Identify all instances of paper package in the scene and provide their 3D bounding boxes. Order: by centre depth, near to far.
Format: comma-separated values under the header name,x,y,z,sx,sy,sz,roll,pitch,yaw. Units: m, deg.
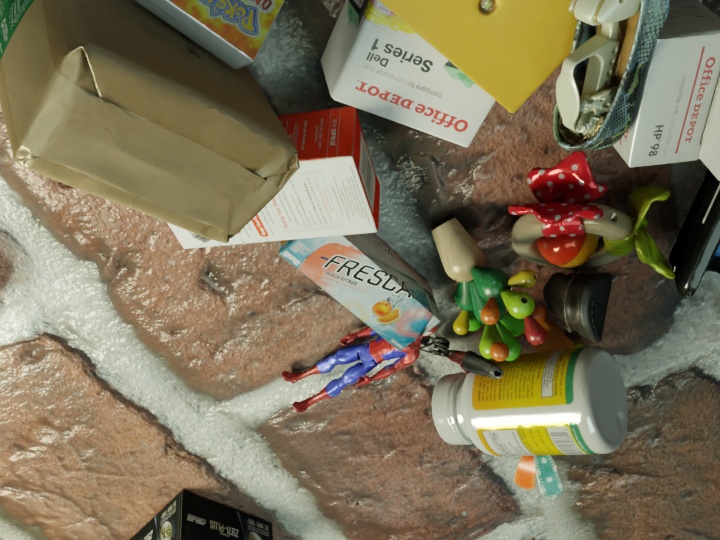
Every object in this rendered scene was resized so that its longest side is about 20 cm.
name,x,y,z,sx,sy,sz,roll,pitch,yaw
paper package,-0.170,-0.141,0.594,0.190,0.200,0.104,22,119,-45

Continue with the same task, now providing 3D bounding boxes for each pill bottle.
name,x,y,z,sx,sy,sz,roll,pitch,yaw
pill bottle,0.184,0.151,0.881,0.199,0.113,0.113,-13,136,38

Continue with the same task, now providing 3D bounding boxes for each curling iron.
name,x,y,z,sx,sy,sz,roll,pitch,yaw
curling iron,0.113,0.100,0.880,0.049,0.200,0.026,17,91,-15

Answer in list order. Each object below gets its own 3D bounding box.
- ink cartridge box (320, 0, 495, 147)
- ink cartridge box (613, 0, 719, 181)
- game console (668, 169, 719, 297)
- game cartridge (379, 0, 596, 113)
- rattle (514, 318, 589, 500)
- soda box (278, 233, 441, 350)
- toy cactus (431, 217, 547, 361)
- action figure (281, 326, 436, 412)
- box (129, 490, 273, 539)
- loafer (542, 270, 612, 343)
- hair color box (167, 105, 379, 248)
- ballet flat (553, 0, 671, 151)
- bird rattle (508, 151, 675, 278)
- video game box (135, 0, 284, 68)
name,x,y,z,sx,sy,sz,roll,pitch,yaw
ink cartridge box,0.071,-0.224,0.670,0.144,0.084,0.201,15,124,-21
ink cartridge box,0.246,-0.170,0.668,0.066,0.201,0.116,-6,129,-5
game console,0.415,-0.071,0.813,0.116,0.176,0.201,19,113,10
game cartridge,0.126,-0.244,0.594,0.176,0.033,0.200,31,113,-30
rattle,0.216,0.172,0.953,0.201,0.130,0.143,-57,145,6
soda box,0.000,0.000,0.847,0.063,0.069,0.200,-37,124,20
toy cactus,0.137,0.018,0.846,0.102,0.200,0.166,-29,88,0
action figure,0.002,0.107,0.937,0.199,0.066,0.052,-27,158,12
box,-0.249,0.431,1.141,0.163,0.086,0.200,32,117,-30
loafer,0.234,0.037,0.859,0.071,0.200,0.073,11,89,18
hair color box,-0.089,-0.082,0.728,0.199,0.064,0.111,-5,146,11
ballet flat,0.184,-0.176,0.587,0.074,0.074,0.201,-5,126,-6
bird rattle,0.230,-0.037,0.827,0.199,0.113,0.163,5,159,-26
video game box,-0.124,-0.278,0.558,0.199,0.047,0.183,30,82,-29
